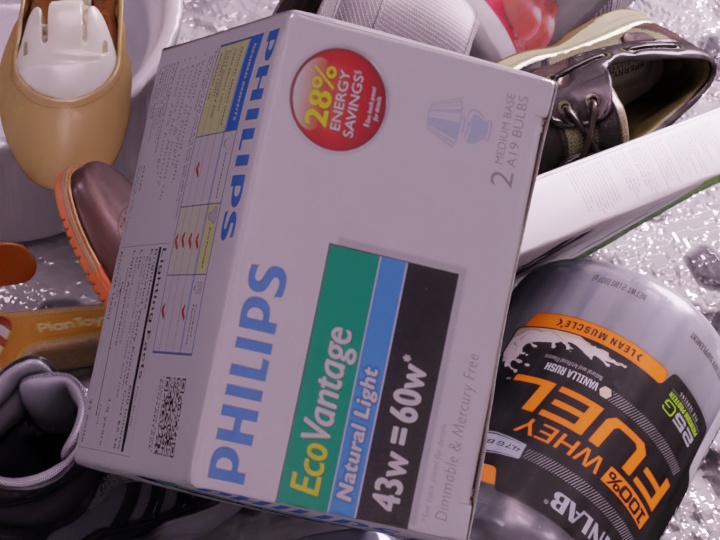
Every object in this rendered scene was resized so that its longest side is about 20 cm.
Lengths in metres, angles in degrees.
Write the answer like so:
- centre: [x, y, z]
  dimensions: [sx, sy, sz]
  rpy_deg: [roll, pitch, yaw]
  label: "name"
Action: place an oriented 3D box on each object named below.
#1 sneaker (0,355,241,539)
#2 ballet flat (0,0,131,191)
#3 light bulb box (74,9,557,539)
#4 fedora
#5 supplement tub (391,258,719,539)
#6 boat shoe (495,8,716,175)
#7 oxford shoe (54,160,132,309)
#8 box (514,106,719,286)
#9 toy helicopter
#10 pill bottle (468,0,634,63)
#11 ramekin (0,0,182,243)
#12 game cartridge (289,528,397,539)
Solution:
- centre: [-0.116, 0.083, 1.365]
  dimensions: [0.200, 0.114, 0.076]
  rpy_deg: [-28, 58, -26]
  label: "sneaker"
- centre: [-0.149, -0.130, 1.448]
  dimensions: [0.068, 0.063, 0.201]
  rpy_deg: [-2, 52, -2]
  label: "ballet flat"
- centre: [-0.024, 0.005, 1.229]
  dimensions: [0.124, 0.200, 0.199]
  rpy_deg: [13, 85, -19]
  label: "light bulb box"
- centre: [0.001, -0.104, 1.456]
  dimensions: [0.090, 0.200, 0.177]
  rpy_deg: [25, 52, -10]
  label: "fedora"
- centre: [0.086, 0.101, 1.351]
  dimensions: [0.122, 0.123, 0.200]
  rpy_deg: [21, 54, 16]
  label: "supplement tub"
- centre: [0.112, -0.081, 1.494]
  dimensions: [0.065, 0.073, 0.200]
  rpy_deg: [14, 38, 38]
  label: "boat shoe"
- centre: [-0.064, 0.014, 1.374]
  dimensions: [0.200, 0.073, 0.071]
  rpy_deg: [47, 25, 2]
  label: "oxford shoe"
- centre: [0.081, -0.018, 1.404]
  dimensions: [0.200, 0.144, 0.036]
  rpy_deg: [-20, 82, -39]
  label: "box"
- centre: [-0.183, 0.033, 1.450]
  dimensions: [0.199, 0.079, 0.132]
  rpy_deg: [-7, 42, -20]
  label: "toy helicopter"
- centre: [0.097, -0.173, 1.579]
  dimensions: [0.111, 0.111, 0.200]
  rpy_deg: [33, 58, 23]
  label: "pill bottle"
- centre: [-0.192, -0.110, 1.534]
  dimensions: [0.199, 0.098, 0.201]
  rpy_deg: [0, 51, 0]
  label: "ramekin"
- centre: [-0.061, 0.196, 1.266]
  dimensions: [0.199, 0.040, 0.134]
  rpy_deg: [-28, 45, 19]
  label: "game cartridge"
